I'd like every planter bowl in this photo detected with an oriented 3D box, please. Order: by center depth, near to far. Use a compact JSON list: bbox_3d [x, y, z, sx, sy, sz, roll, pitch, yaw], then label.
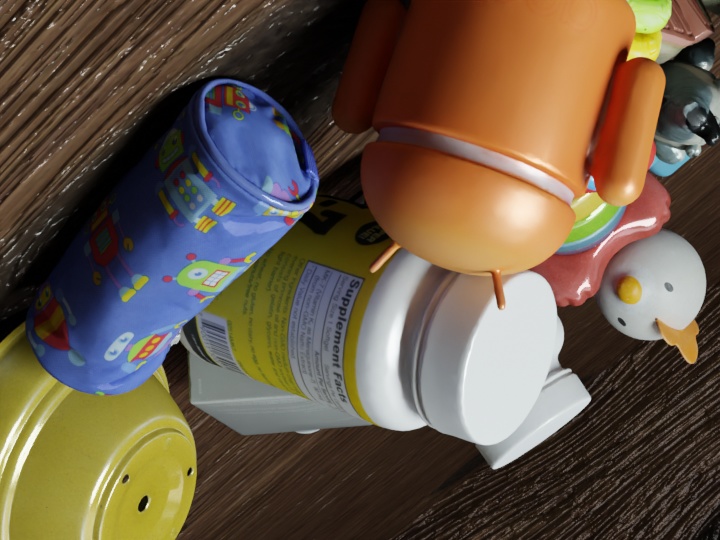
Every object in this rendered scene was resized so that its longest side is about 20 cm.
[{"bbox_3d":[-0.153,0.122,1.034,0.200,0.083,0.202,-39,139,-45],"label":"planter bowl"}]

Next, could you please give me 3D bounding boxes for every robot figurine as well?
[{"bbox_3d":[0.066,-0.085,0.891,0.117,0.143,0.202,-179,-72,-75],"label":"robot figurine"}]

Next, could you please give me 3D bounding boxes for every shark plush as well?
[{"bbox_3d":[0.196,-0.104,1.192,0.200,0.083,0.092,-89,-164,-67],"label":"shark plush"}]

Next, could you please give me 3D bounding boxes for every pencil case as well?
[{"bbox_3d":[-0.097,-0.011,0.926,0.086,0.079,0.200,13,138,-33],"label":"pencil case"}]

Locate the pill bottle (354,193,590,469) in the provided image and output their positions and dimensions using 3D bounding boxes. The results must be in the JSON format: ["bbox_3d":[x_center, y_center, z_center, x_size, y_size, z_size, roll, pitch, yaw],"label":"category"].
[{"bbox_3d":[0.070,0.031,1.238,0.112,0.201,0.112,-33,168,-8],"label":"pill bottle"}]

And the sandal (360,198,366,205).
[{"bbox_3d":[0.000,0.000,1.120,0.045,0.201,0.075,-5,138,25],"label":"sandal"}]

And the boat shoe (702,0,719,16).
[{"bbox_3d":[0.242,-0.213,1.124,0.200,0.071,0.063,30,72,-74],"label":"boat shoe"}]

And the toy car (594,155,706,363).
[{"bbox_3d":[0.221,-0.008,1.490,0.184,0.201,0.176,-41,166,25],"label":"toy car"}]

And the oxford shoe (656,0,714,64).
[{"bbox_3d":[0.169,-0.153,1.131,0.074,0.071,0.200,-34,168,22],"label":"oxford shoe"}]

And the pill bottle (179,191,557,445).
[{"bbox_3d":[0.001,0.022,0.986,0.114,0.199,0.115,-29,128,-47],"label":"pill bottle"}]

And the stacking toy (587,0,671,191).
[{"bbox_3d":[0.136,-0.155,0.974,0.201,0.109,0.116,-58,-168,33],"label":"stacking toy"}]

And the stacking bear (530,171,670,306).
[{"bbox_3d":[0.137,-0.074,1.247,0.121,0.114,0.200,-44,157,-3],"label":"stacking bear"}]

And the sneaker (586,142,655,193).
[{"bbox_3d":[0.111,-0.069,1.094,0.199,0.085,0.077,5,123,-37],"label":"sneaker"}]

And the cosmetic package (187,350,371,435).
[{"bbox_3d":[-0.052,0.061,1.220,0.106,0.091,0.200,-5,171,3],"label":"cosmetic package"}]
